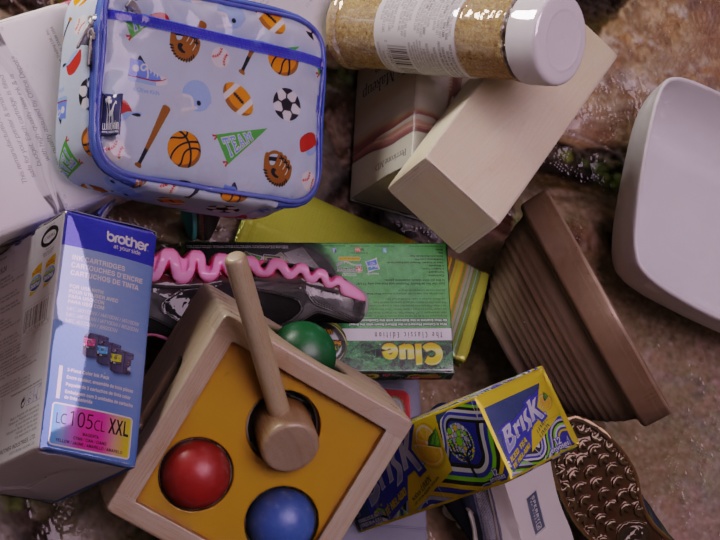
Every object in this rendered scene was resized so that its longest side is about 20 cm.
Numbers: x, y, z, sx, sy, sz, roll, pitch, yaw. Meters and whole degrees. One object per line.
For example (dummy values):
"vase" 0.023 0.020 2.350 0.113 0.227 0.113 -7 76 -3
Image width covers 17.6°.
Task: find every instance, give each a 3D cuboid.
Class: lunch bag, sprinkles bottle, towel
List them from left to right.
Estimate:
"lunch bag" -0.120 -0.125 1.636 0.199 0.075 0.161 11 78 -33
"towel" 0.000 0.000 1.791 0.199 0.018 0.086 24 57 -8
"sprinkles bottle" 0.068 -0.177 1.728 0.068 0.199 0.069 -13 106 -49

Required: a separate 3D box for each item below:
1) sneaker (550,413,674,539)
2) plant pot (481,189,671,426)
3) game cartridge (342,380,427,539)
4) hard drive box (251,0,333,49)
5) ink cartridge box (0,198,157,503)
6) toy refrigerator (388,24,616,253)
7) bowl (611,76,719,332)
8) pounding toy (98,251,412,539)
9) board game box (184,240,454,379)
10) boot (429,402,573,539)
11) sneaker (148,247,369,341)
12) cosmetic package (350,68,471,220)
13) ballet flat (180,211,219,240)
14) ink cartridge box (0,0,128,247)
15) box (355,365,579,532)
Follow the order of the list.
"sneaker" 0.195 0.195 1.839 0.067 0.090 0.200 -41 103 -12
"plant pot" 0.157 0.045 1.832 0.092 0.201 0.201 -29 92 6
"game cartridge" -0.015 0.136 1.754 0.133 0.041 0.201 5 72 -27
"hard drive box" -0.105 -0.236 1.789 0.200 0.077 0.156 46 57 -11
"ink cartridge box" -0.205 0.046 1.599 0.076 0.136 0.201 13 68 -29
"toy refrigerator" 0.108 -0.112 1.768 0.076 0.070 0.200 41 56 -8
"bowl" 0.296 -0.042 1.984 0.199 0.075 0.201 24 63 -24
"pounding toy" -0.073 0.101 1.595 0.184 0.142 0.201 31 94 -17
"board game box" -0.031 0.030 1.734 0.199 0.023 0.105 1 67 -7
"boot" 0.106 0.193 1.796 0.073 0.090 0.201 -30 121 -38
"sneaker" -0.094 0.034 1.684 0.199 0.079 0.096 5 87 -3
"cosmetic package" 0.055 -0.152 1.849 0.087 0.103 0.201 14 66 -28
"ballet flat" -0.120 -0.122 1.714 0.068 0.068 0.201 -19 109 -12
"ink cartridge box" -0.247 -0.098 1.650 0.199 0.085 0.146 -22 87 -37
"box" 0.062 0.129 1.661 0.070 0.200 0.065 -22 86 -35
